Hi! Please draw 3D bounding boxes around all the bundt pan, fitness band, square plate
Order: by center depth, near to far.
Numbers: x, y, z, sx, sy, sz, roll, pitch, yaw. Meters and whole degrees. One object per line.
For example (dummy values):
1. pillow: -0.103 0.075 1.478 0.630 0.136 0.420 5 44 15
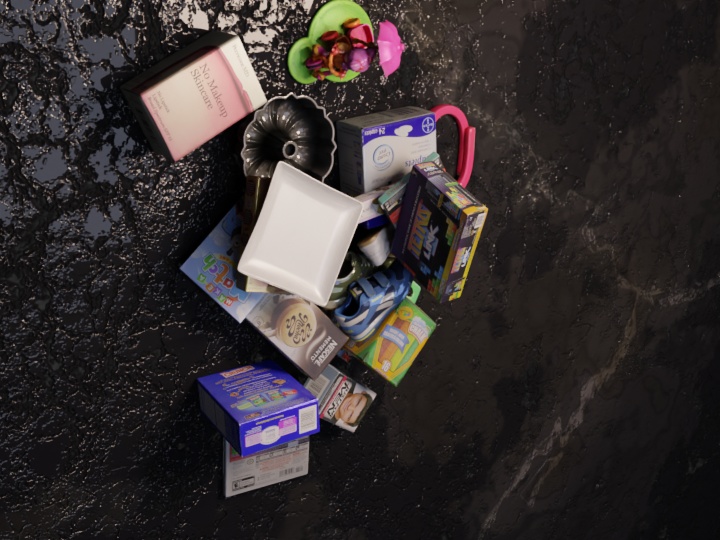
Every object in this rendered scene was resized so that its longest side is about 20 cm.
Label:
1. square plate: -0.106 -0.062 1.504 0.196 0.028 0.203 24 86 -34
2. bundt pan: -0.147 -0.228 1.571 0.199 0.075 0.206 -13 113 -32
3. fitness band: 0.178 -0.252 1.823 0.141 0.037 0.204 -8 110 -30

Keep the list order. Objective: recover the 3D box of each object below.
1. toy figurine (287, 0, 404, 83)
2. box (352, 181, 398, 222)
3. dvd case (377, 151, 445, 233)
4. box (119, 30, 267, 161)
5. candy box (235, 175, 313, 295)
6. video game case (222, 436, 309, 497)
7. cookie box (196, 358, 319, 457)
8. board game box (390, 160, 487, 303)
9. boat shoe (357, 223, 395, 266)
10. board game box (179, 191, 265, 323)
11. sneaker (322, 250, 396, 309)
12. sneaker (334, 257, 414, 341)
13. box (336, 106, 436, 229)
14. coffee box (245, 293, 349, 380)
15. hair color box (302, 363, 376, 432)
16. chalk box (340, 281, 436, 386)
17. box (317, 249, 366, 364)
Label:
1. toy figurine: -0.010 -0.398 1.541 0.198 0.183 0.152 -33 122 -21
2. box: 0.034 -0.130 1.627 0.197 0.039 0.042 -21 117 -27
3. dvd case: 0.121 -0.122 1.659 0.145 0.022 0.201 -41 142 -4
4. box: -0.279 -0.296 1.433 0.199 0.108 0.129 -37 123 -19
5. candy box: -0.153 -0.062 1.525 0.114 0.055 0.204 3 98 -31
6. video game case: -0.195 0.364 1.779 0.197 0.023 0.186 -8 111 -32
7. cookie box: -0.197 0.256 1.627 0.169 0.199 0.077 -12 115 -30
8. board game box: 0.140 -0.071 1.570 0.056 0.165 0.203 -16 135 -34
9. boat shoe: 0.053 -0.059 1.727 0.070 0.070 0.200 61 30 -8
10. board game box: -0.214 -0.028 1.578 0.151 0.037 0.201 41 81 -7
11. sneaker: 0.000 0.000 1.712 0.198 0.067 0.091 -24 121 -21
12. sneaker: 0.028 0.044 1.666 0.082 0.074 0.201 40 91 -32
13. box: 0.056 -0.208 1.705 0.181 0.104 0.204 -17 116 -29
14. coffee box: -0.133 0.104 1.667 0.200 0.080 0.113 45 79 -22
15. hair color box: -0.049 0.265 1.783 0.100 0.060 0.200 -57 150 -5
16. chalk box: 0.062 0.109 1.757 0.124 0.123 0.202 38 83 -38
17. box: -0.016 0.077 1.794 0.137 0.040 0.201 40 81 -36
